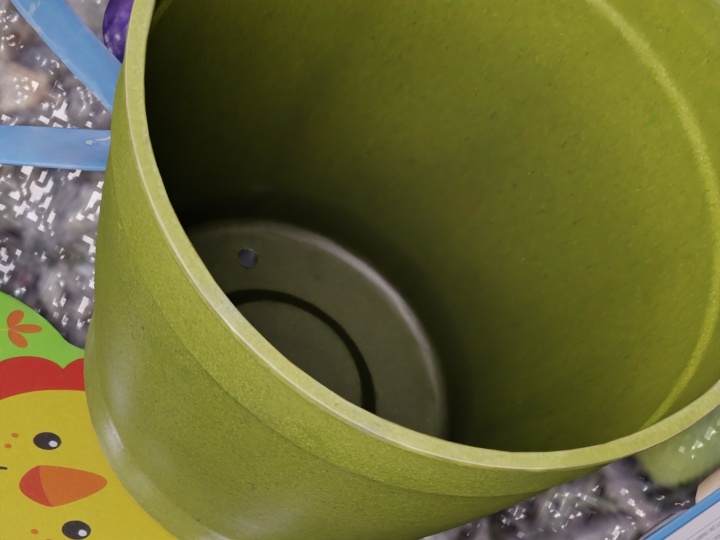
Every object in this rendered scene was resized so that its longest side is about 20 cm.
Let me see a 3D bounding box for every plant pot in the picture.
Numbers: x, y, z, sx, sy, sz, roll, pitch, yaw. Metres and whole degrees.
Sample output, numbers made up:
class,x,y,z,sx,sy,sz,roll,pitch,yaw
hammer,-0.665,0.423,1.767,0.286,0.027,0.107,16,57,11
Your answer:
class,x,y,z,sx,sy,sz,roll,pitch,yaw
plant pot,0.000,0.000,0.841,0.199,0.193,0.201,9,62,-18

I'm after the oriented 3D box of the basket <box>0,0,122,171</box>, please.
class,x,y,z,sx,sy,sz,roll,pitch,yaw
basket,-0.185,-0.089,0.934,0.199,0.177,0.140,6,60,30

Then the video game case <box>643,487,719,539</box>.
class,x,y,z,sx,sy,sz,roll,pitch,yaw
video game case,0.121,0.169,0.778,0.143,0.018,0.201,-40,72,37

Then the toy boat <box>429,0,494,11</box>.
class,x,y,z,sx,sy,sz,roll,pitch,yaw
toy boat,0.002,-0.159,0.934,0.131,0.130,0.201,-38,76,40

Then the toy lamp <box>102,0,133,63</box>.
class,x,y,z,sx,sy,sz,roll,pitch,yaw
toy lamp,-0.127,-0.153,0.935,0.058,0.058,0.200,-38,111,10

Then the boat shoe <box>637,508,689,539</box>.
class,x,y,z,sx,sy,sz,roll,pitch,yaw
boat shoe,0.063,0.162,0.908,0.072,0.068,0.200,41,99,14

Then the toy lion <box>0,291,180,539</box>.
class,x,y,z,sx,sy,sz,roll,pitch,yaw
toy lion,-0.126,0.067,0.934,0.200,0.191,0.069,-124,34,-45

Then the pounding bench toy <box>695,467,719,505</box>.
class,x,y,z,sx,sy,sz,roll,pitch,yaw
pounding bench toy,0.196,0.125,0.821,0.124,0.156,0.201,-32,77,39
